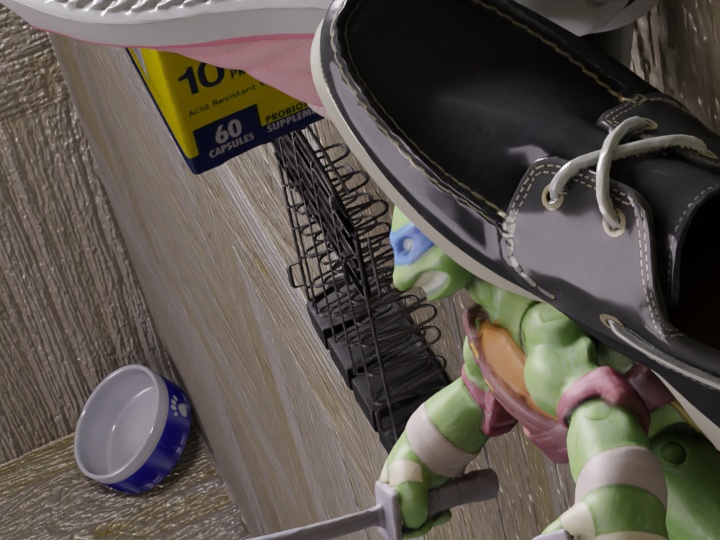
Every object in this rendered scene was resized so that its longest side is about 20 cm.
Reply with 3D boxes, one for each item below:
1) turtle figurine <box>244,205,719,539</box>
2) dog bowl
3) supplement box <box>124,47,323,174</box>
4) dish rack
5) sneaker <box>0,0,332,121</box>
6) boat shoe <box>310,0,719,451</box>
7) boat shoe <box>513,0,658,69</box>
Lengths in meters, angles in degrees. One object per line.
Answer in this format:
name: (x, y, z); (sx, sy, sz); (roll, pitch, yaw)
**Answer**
turtle figurine: (0.056, 0.080, 0.619); (0.194, 0.200, 0.144); (38, 142, -8)
dog bowl: (-0.371, 0.259, 3.584); (0.079, 0.200, 0.200); (32, -164, -39)
supplement box: (-0.060, -0.158, 0.952); (0.200, 0.109, 0.110); (78, 165, -52)
dish rack: (0.000, 0.000, 1.197); (0.154, 0.054, 0.200); (-124, 16, -45)
sneaker: (-0.047, -0.100, 0.844); (0.105, 0.199, 0.076); (61, -142, -64)
boat shoe: (0.072, -0.016, 0.539); (0.200, 0.072, 0.068); (40, 162, 12)
boat shoe: (0.057, -0.096, 0.599); (0.065, 0.074, 0.200); (34, 164, 16)
